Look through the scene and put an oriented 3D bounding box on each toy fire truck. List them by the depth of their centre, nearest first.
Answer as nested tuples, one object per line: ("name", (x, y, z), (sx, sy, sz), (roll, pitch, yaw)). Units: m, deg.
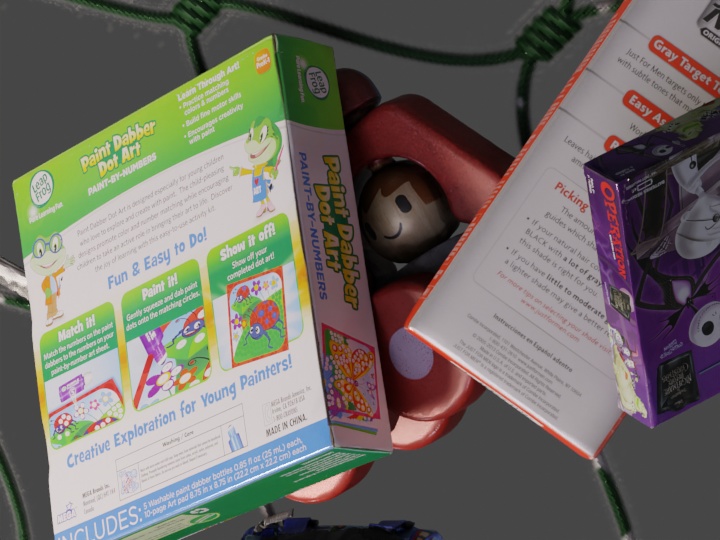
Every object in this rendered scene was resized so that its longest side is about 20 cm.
("toy fire truck", (0.000, 0.000, 1.362), (0.200, 0.112, 0.168), (-37, 82, 35))

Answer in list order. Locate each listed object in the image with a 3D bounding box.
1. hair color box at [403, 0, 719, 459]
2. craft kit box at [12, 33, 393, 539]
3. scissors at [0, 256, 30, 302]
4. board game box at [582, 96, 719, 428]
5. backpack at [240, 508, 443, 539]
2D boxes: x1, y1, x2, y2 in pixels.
("hair color box", (0.114, -0.029, 1.244), (0.101, 0.061, 0.200), (35, 89, 0))
("craft kit box", (-0.079, 0.018, 1.351), (0.199, 0.048, 0.199), (-24, 69, 41))
("scissors", (-0.148, 0.015, 1.488), (0.200, 0.014, 0.073), (42, 130, -5))
("board game box", (0.186, -0.028, 1.210), (0.032, 0.199, 0.121), (36, 145, 47))
("backpack", (-0.052, 0.220, 1.496), (0.199, 0.135, 0.183), (-4, 119, 25))
